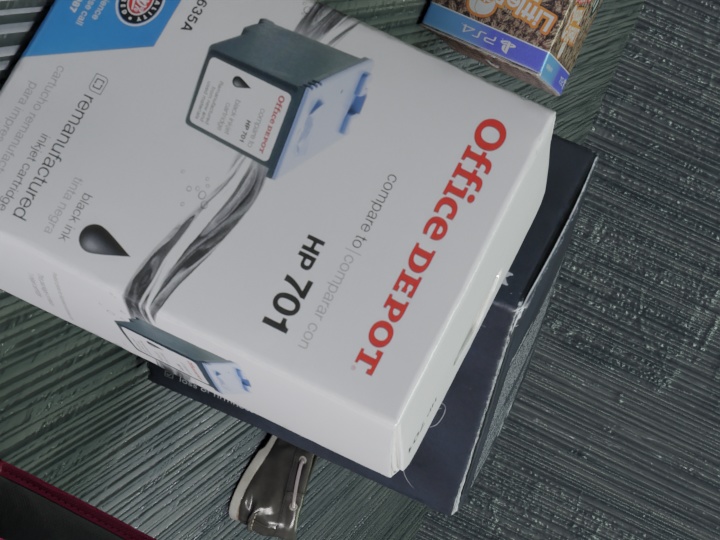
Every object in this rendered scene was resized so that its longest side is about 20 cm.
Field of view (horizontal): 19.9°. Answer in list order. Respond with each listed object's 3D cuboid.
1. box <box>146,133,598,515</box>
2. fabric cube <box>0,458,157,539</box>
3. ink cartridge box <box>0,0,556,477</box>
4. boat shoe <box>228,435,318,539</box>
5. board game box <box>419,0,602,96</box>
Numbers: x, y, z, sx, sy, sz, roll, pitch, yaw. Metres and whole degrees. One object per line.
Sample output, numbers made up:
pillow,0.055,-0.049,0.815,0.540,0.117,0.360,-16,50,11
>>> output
box,0.000,0.000,1.105,0.197,0.199,0.124,102,15,-53
fabric cube,-0.143,0.209,0.861,0.200,0.199,0.196,-64,171,-2
ink cartridge box,-0.042,-0.031,0.814,0.147,0.199,0.086,-62,170,-17
boat shoe,-0.035,0.123,1.621,0.200,0.057,0.067,-61,169,-22
board game box,0.138,-0.246,1.530,0.201,0.097,0.159,-66,170,5
